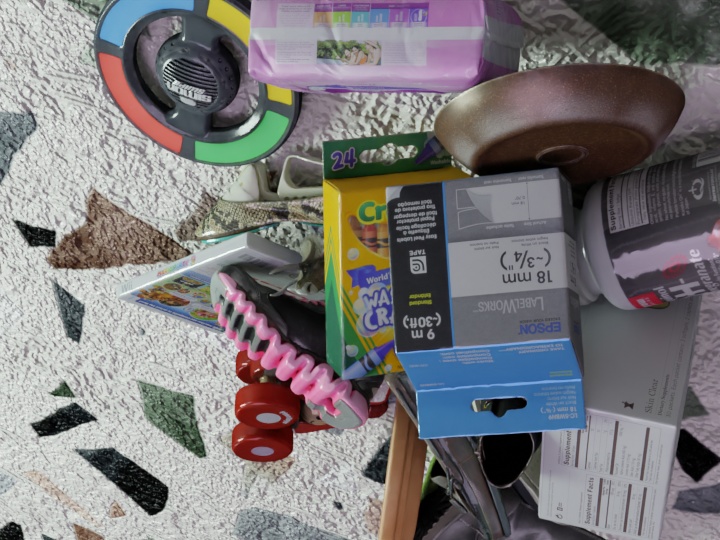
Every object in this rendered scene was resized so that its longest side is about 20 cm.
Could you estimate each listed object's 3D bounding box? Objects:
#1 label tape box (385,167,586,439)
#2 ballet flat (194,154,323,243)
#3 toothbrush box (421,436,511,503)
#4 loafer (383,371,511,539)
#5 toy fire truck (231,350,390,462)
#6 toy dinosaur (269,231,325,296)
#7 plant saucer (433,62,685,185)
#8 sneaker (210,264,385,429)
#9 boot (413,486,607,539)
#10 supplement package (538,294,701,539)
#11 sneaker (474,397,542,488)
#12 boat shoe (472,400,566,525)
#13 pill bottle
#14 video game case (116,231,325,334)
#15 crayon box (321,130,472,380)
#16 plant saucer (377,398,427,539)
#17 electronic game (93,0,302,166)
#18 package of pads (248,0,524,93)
[{"bbox_3d":[0.101,0.029,1.080,0.142,0.203,0.063,-6,172,16],"label":"label tape box"},{"bbox_3d":[-0.067,-0.071,1.269,0.197,0.068,0.076,-3,109,19],"label":"ballet flat"},{"bbox_3d":[0.156,0.210,1.418,0.144,0.087,0.201,24,138,1],"label":"toothbrush box"},{"bbox_3d":[0.082,0.168,1.280,0.062,0.072,0.202,-22,101,-1],"label":"loafer"},{"bbox_3d":[-0.048,0.122,1.409,0.165,0.113,0.201,4,149,-6],"label":"toy fire truck"},{"bbox_3d":[0.000,0.000,1.279,0.101,0.078,0.200,9,177,20],"label":"toy dinosaur"},{"bbox_3d":[0.157,-0.105,1.068,0.197,0.037,0.201,-4,163,-1],"label":"plant saucer"},{"bbox_3d":[-0.054,0.057,1.292,0.200,0.096,0.079,42,152,-5],"label":"sneaker"},{"bbox_3d":[0.156,0.290,1.393,0.198,0.073,0.182,29,138,-13],"label":"boot"},{"bbox_3d":[0.231,0.104,1.197,0.109,0.201,0.157,9,134,15],"label":"supplement package"},{"bbox_3d":[0.136,0.078,1.155,0.074,0.106,0.203,1,105,12],"label":"sneaker"},{"bbox_3d":[0.143,0.152,1.283,0.200,0.075,0.066,53,158,-20],"label":"boat shoe"},{"bbox_3d":[0.248,-0.030,1.112,0.198,0.111,0.111,-15,125,27],"label":"pill bottle"},{"bbox_3d":[-0.127,0.016,1.354,0.199,0.018,0.142,-19,150,39],"label":"video game case"},{"bbox_3d":[0.033,-0.014,1.179,0.124,0.052,0.203,-7,108,-18],"label":"crayon box"},{"bbox_3d":[0.046,0.190,1.368,0.037,0.202,0.202,7,136,3],"label":"plant saucer"},{"bbox_3d":[-0.146,-0.175,1.209,0.197,0.042,0.202,12,136,12],"label":"electronic game"},{"bbox_3d":[0.021,-0.179,1.072,0.197,0.120,0.077,3,92,22],"label":"package of pads"}]
